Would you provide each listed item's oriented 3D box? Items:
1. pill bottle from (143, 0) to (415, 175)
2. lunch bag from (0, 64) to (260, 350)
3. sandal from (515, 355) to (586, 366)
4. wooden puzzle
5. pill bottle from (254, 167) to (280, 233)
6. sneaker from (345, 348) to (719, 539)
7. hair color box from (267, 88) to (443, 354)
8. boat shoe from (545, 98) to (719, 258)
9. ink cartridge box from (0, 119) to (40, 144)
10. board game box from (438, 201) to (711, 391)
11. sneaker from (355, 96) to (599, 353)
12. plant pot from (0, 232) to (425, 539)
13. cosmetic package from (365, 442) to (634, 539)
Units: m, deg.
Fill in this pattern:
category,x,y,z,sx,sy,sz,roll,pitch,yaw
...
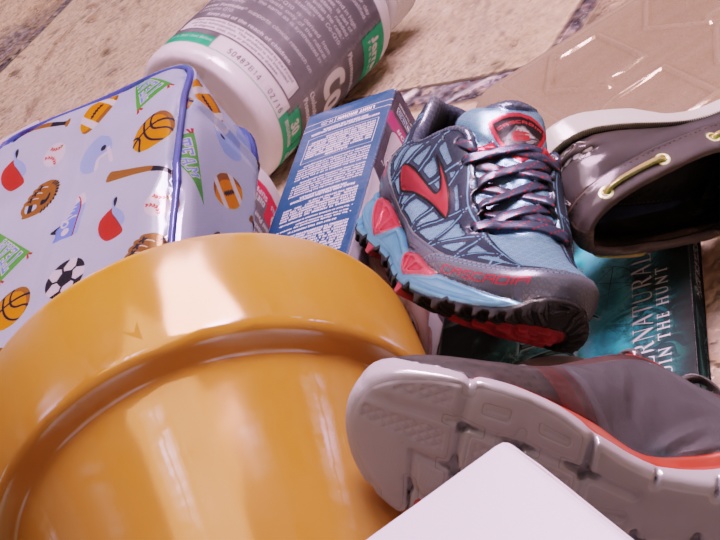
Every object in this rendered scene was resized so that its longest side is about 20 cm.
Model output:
category,x,y,z,sx,sy,sz,roll,pitch,yaw
pill bottle,-0.050,-0.160,1.271,0.113,0.114,0.200,1,40,43
lunch bag,-0.132,-0.005,0.910,0.159,0.076,0.201,-22,40,23
sandal,0.105,0.117,0.730,0.082,0.050,0.204,-7,45,-6
wooden puzzle,0.182,-0.111,1.057,0.199,0.046,0.185,-37,28,-6
pill bottle,-0.113,0.020,1.027,0.110,0.111,0.201,-16,30,22
sneaker,0.088,0.067,0.693,0.082,0.199,0.077,-89,20,-56
hair color box,0.000,0.000,0.969,0.060,0.100,0.201,-17,31,22
boat shoe,0.179,-0.047,0.892,0.200,0.072,0.061,-11,44,-19
ink cartridge box,-0.258,-0.035,1.298,0.115,0.068,0.200,-28,27,0
board game box,0.099,0.049,0.874,0.134,0.028,0.201,-18,29,18
sneaker,0.053,-0.031,0.823,0.096,0.079,0.200,-69,24,10
plant pot,-0.042,0.120,0.726,0.199,0.201,0.184,-27,46,2
cosmetic package,0.025,0.195,0.509,0.199,0.201,0.123,-33,28,-11
